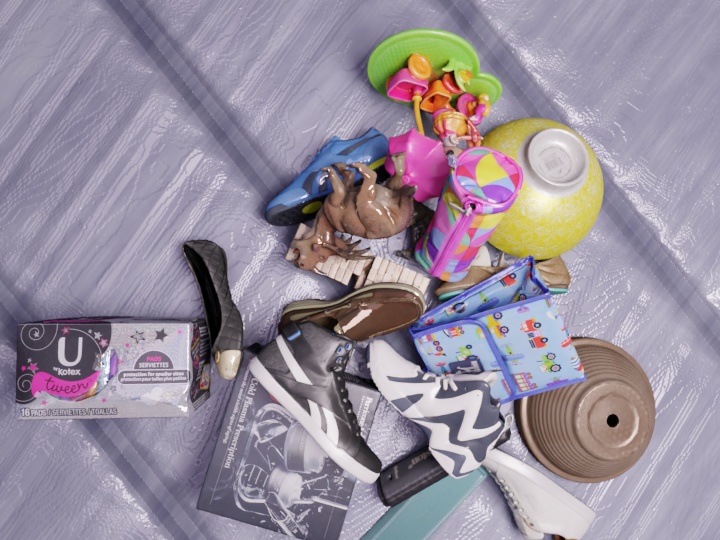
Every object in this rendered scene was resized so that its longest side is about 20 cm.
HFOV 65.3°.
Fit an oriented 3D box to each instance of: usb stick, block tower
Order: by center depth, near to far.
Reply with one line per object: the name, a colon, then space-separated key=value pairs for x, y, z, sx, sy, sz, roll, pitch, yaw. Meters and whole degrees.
usb stick: x=0.109 y=0.248 z=0.749 sx=0.199 sy=0.056 sz=0.033 roll=-34 pitch=120 yaw=9
block tower: x=0.000 y=0.000 z=0.770 sx=0.198 sy=0.054 sz=0.058 roll=25 pitch=87 yaw=-3

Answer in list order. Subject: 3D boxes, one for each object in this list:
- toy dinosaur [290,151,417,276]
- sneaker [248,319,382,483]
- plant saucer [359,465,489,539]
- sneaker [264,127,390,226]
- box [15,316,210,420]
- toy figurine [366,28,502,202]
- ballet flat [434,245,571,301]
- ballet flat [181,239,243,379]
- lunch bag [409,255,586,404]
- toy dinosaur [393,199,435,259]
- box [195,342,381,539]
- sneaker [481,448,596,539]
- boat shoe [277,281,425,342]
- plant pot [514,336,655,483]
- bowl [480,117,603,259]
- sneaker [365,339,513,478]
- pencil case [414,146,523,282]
toy dinosaur: x=0.006 y=-0.064 z=0.677 sx=0.198 sy=0.086 sz=0.137 roll=-1 pitch=106 yaw=39
sneaker: x=-0.024 y=0.140 z=0.650 sx=0.200 sy=0.073 sz=0.112 roll=44 pitch=85 yaw=1
plant saucer: x=0.091 y=0.331 z=0.780 sx=0.200 sy=0.019 sz=0.070 roll=-45 pitch=91 yaw=-4
sneaker: x=-0.048 y=-0.130 z=0.773 sx=0.199 sy=0.066 sz=0.079 roll=-28 pitch=76 yaw=-4
box: x=-0.300 y=0.116 z=0.706 sx=0.197 sy=0.132 sz=0.116 roll=-1 pitch=87 yaw=-4
toy figurine: x=0.099 y=-0.175 z=0.726 sx=0.198 sy=0.150 sz=0.186 roll=13 pitch=70 yaw=-28
ballet flat: x=0.195 y=0.001 z=0.780 sx=0.197 sy=0.068 sz=0.073 roll=-3 pitch=79 yaw=-6
ballet flat: x=-0.191 y=0.048 z=0.720 sx=0.056 sy=0.066 sz=0.202 roll=7 pitch=50 yaw=-40
lunch bag: x=0.168 y=0.098 z=0.742 sx=0.198 sy=0.094 sz=0.151 roll=-25 pitch=117 yaw=16
toy dinosaur: x=0.095 y=-0.049 z=0.785 sx=0.198 sy=0.047 sz=0.089 roll=22 pitch=80 yaw=-6
box: x=-0.088 y=0.219 z=0.730 sx=0.180 sy=0.104 sz=0.202 roll=17 pitch=86 yaw=-4
sneaker: x=0.222 y=0.310 z=0.760 sx=0.199 sy=0.073 sz=0.085 roll=36 pitch=81 yaw=-3
boat shoe: x=-0.014 y=0.072 z=0.727 sx=0.200 sy=0.075 sz=0.075 roll=-14 pitch=118 yaw=17
plant pot: x=0.320 y=0.195 z=0.764 sx=0.198 sy=0.093 sz=0.204 roll=0 pitch=87 yaw=-3
bowl: x=0.240 y=-0.126 z=0.744 sx=0.197 sy=0.108 sz=0.203 roll=1 pitch=74 yaw=-4
sneaker: x=0.106 y=0.139 z=0.698 sx=0.129 sy=0.079 sz=0.200 roll=-42 pitch=72 yaw=10
pencil case: x=0.121 y=-0.060 z=0.667 sx=0.087 sy=0.201 sz=0.089 roll=2 pitch=64 yaw=-5
